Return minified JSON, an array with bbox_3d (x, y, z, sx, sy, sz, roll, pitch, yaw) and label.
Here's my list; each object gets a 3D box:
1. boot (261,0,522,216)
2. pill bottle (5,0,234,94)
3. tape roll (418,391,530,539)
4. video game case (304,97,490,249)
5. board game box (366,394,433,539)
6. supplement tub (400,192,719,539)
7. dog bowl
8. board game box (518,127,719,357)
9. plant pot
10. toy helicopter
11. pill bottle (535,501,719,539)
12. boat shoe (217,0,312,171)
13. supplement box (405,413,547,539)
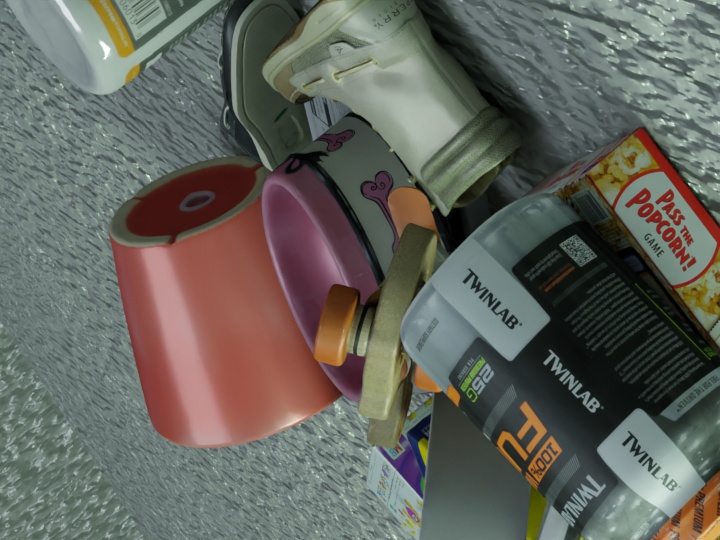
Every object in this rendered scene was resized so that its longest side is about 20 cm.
[{"bbox_3d":[0.020,-0.102,1.471,0.155,0.072,0.200,50,161,-2],"label":"boot"},{"bbox_3d":[-0.107,-0.202,1.359,0.116,0.200,0.117,45,163,18],"label":"pill bottle"},{"bbox_3d":[0.069,0.169,1.484,0.066,0.201,0.201,5,156,2],"label":"tape roll"},{"bbox_3d":[0.030,-0.052,1.646,0.182,0.023,0.200,42,161,29],"label":"video game case"},{"bbox_3d":[0.109,0.192,1.818,0.200,0.103,0.105,47,164,14],"label":"board game box"},{"bbox_3d":[0.127,0.065,1.277,0.200,0.122,0.123,46,164,15],"label":"supplement tub"},{"bbox_3d":[0.000,0.000,1.581,0.201,0.073,0.201,58,162,31],"label":"dog bowl"},{"bbox_3d":[0.179,0.023,1.349,0.200,0.046,0.151,52,164,-4],"label":"board game box"},{"bbox_3d":[-0.108,0.017,1.916,0.200,0.200,0.178,26,140,57],"label":"plant pot"},{"bbox_3d":[0.023,0.040,1.448,0.078,0.133,0.200,14,148,6],"label":"toy helicopter"},{"bbox_3d":[0.204,0.180,1.409,0.199,0.113,0.112,18,159,4],"label":"pill bottle"},{"bbox_3d":[-0.077,-0.138,1.656,0.068,0.072,0.200,41,164,20],"label":"boat shoe"},{"bbox_3d":[0.144,0.163,1.647,0.200,0.109,0.110,38,160,38],"label":"supplement box"}]
